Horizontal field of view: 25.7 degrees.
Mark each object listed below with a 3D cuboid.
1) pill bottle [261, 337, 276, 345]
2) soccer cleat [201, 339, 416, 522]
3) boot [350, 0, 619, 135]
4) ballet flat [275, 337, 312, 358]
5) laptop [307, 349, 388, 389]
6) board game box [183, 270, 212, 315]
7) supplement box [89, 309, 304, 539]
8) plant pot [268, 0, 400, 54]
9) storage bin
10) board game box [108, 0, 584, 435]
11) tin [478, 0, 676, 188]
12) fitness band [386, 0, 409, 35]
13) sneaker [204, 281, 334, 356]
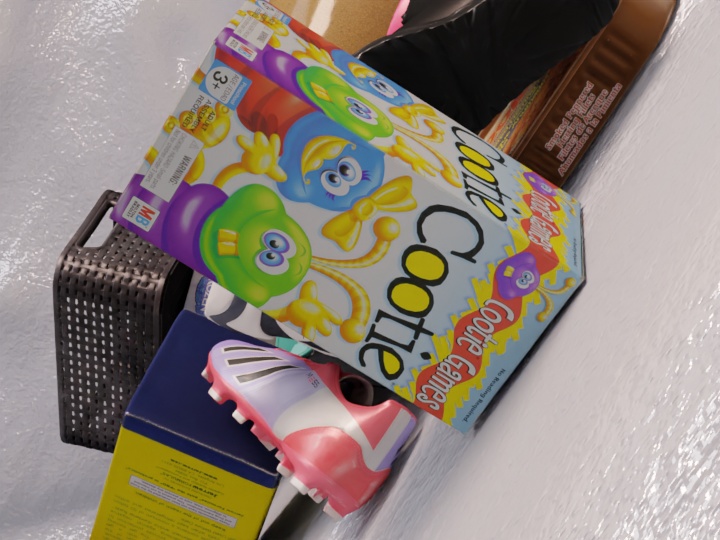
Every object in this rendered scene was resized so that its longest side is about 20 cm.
[{"bbox_3d":[-0.047,0.024,1.265,0.116,0.116,0.200,-55,7,37],"label":"pill bottle"},{"bbox_3d":[-0.033,0.079,0.945,0.076,0.067,0.200,-46,29,-4],"label":"soccer cleat"},{"bbox_3d":[0.050,-0.134,0.885,0.198,0.073,0.162,-34,20,6],"label":"boot"},{"bbox_3d":[0.000,0.000,1.150,0.068,0.072,0.200,-2,57,34],"label":"ballet flat"},{"bbox_3d":[0.046,0.022,1.032,0.177,0.103,0.200,-61,-19,-19],"label":"laptop"},{"bbox_3d":[-0.129,0.110,1.361,0.200,0.041,0.200,74,-151,-71],"label":"board game box"},{"bbox_3d":[-0.113,0.145,1.097,0.109,0.109,0.200,-67,-1,-47],"label":"supplement box"},{"bbox_3d":[-0.011,-0.172,1.281,0.200,0.186,0.186,-63,8,-29],"label":"plant pot"},{"bbox_3d":[-0.189,0.048,1.335,0.135,0.094,0.200,-67,-14,-53],"label":"storage bin"},{"bbox_3d":[-0.002,-0.029,0.769,0.105,0.200,0.103,-56,7,22],"label":"board game box"},{"bbox_3d":[0.110,-0.093,0.898,0.200,0.042,0.112,-56,14,8],"label":"tin"},{"bbox_3d":[0.080,-0.185,1.223,0.200,0.037,0.144,-32,-37,-49],"label":"fitness band"},{"bbox_3d":[0.003,0.002,0.950,0.199,0.130,0.080,-36,-33,-70],"label":"sneaker"}]
